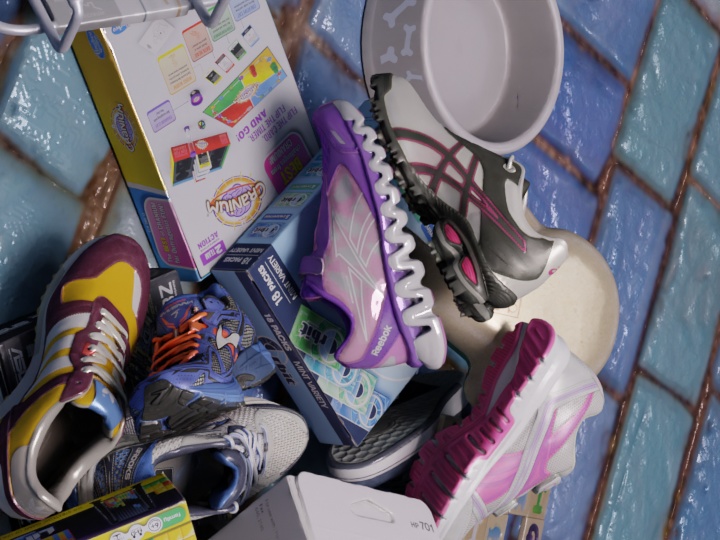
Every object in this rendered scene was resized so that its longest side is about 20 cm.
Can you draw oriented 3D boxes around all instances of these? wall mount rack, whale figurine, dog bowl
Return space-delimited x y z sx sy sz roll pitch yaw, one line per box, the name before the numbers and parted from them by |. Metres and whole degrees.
wall mount rack | -0.174 -0.231 1.270 0.199 0.075 0.174 -15 65 -33
whale figurine | 0.093 0.024 1.436 0.199 0.104 0.160 12 82 -20
dog bowl | 0.090 -0.181 1.558 0.200 0.059 0.201 0 90 -45

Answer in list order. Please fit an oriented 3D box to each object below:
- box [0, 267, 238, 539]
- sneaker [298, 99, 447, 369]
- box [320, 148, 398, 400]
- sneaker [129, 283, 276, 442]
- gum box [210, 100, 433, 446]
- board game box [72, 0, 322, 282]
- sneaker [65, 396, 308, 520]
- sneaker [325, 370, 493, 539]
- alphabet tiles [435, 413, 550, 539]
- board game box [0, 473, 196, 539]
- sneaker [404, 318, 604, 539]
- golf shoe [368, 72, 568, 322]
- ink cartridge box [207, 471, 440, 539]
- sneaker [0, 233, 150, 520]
box | -0.172 0.116 1.305 0.161 0.049 0.201 -25 107 -40
sneaker | -0.007 -0.018 1.334 0.088 0.080 0.201 -17 87 0
box | -0.001 0.004 1.481 0.039 0.041 0.201 -7 94 -45
sneaker | -0.113 0.057 1.249 0.200 0.075 0.079 -49 116 -80
gum box | 0.000 0.000 1.423 0.200 0.044 0.170 -51 124 -32
board game box | -0.111 -0.115 1.367 0.153 0.040 0.201 -36 115 -39
sneaker | -0.098 0.136 1.286 0.200 0.085 0.077 -15 102 -45
sneaker | 0.043 0.174 1.479 0.202 0.077 0.147 -27 112 -61
alphabet tiles | 0.103 0.172 1.500 0.200 0.008 0.168 18 83 -57
board game box | -0.184 0.239 1.178 0.199 0.057 0.166 -21 109 -17
sneaker | 0.106 0.137 1.373 0.088 0.081 0.200 30 105 -23
golf shoe | 0.071 -0.062 1.355 0.201 0.088 0.077 64 2 21
ink cartridge box | -0.054 0.235 1.317 0.146 0.200 0.086 19 41 -43
sneaker | -0.171 0.067 1.210 0.075 0.090 0.201 38 66 -36
